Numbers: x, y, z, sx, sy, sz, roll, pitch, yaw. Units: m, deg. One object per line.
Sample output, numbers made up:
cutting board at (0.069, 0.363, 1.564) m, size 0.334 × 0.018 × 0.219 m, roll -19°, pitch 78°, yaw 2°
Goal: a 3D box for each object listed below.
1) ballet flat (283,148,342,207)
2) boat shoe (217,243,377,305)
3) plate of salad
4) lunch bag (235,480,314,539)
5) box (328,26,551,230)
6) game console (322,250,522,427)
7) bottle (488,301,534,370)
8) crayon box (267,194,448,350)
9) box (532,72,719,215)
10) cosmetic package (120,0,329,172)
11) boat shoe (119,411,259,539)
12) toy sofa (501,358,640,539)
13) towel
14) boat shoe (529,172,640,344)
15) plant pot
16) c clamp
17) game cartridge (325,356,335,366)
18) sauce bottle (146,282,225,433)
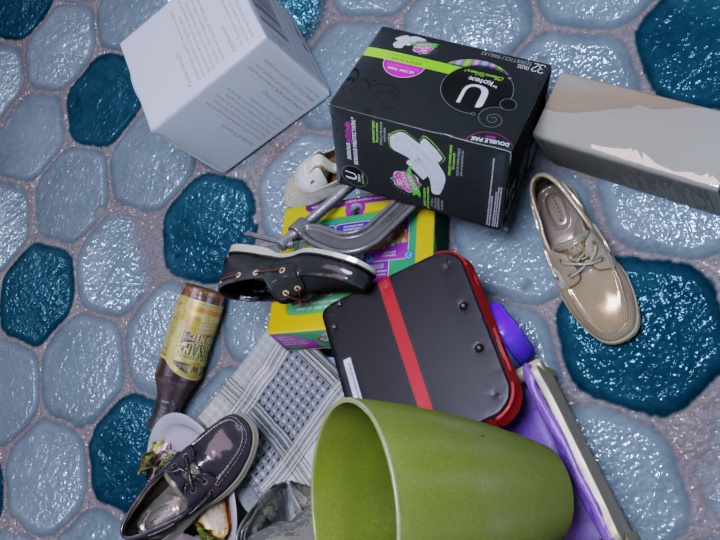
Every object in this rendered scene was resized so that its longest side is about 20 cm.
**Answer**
ballet flat at (-0.027, -0.141, 1.043) m, size 0.200 × 0.062 × 0.068 m, roll -22°, pitch 59°, yaw 23°
boat shoe at (-0.073, 0.011, 0.909) m, size 0.201 × 0.074 × 0.063 m, roll 3°, pitch 65°, yaw 31°
plate of salad at (-0.222, 0.278, 1.013) m, size 0.200 × 0.048 × 0.200 m, roll 11°, pitch 105°, yaw 44°
lunch bag at (-0.063, 0.338, 0.844) m, size 0.200 × 0.117 × 0.164 m, roll -133°, pitch 35°, yaw -67°
box at (0.087, -0.159, 0.894) m, size 0.200 × 0.124 × 0.149 m, roll 18°, pitch 56°, yaw 16°
game console at (0.059, 0.090, 0.845) m, size 0.177 × 0.031 × 0.200 m, roll -27°, pitch 59°, yaw 16°
bottle at (0.090, 0.119, 0.880) m, size 0.200 × 0.084 × 0.065 m, roll -37°, pitch 51°, yaw 4°
crayon box at (0.000, 0.000, 0.962) m, size 0.200 × 0.058 × 0.173 m, roll -6°, pitch 62°, yaw 21°
box at (0.293, -0.132, 0.846) m, size 0.200 × 0.095 × 0.078 m, roll 24°, pitch 88°, yaw 30°
cosmetic package at (-0.184, -0.274, 1.107) m, size 0.200 × 0.165 × 0.165 m, roll -33°, pitch 63°, yaw 17°
boat shoe at (-0.197, 0.243, 0.930) m, size 0.200 × 0.065 × 0.072 m, roll -45°, pitch 70°, yaw 10°
toy sofa at (0.190, 0.195, 0.812) m, size 0.083 × 0.098 × 0.200 m, roll -31°, pitch 65°, yaw 18°
towel at (-0.103, 0.180, 0.976) m, size 0.193 × 0.035 × 0.200 m, roll 42°, pitch 99°, yaw 31°
boat shoe at (0.231, -0.015, 0.864) m, size 0.072 × 0.065 × 0.200 m, roll -28°, pitch 65°, yaw 20°
plant pot at (0.081, 0.205, 0.725) m, size 0.187 × 0.200 × 0.188 m, roll -178°, pitch 90°, yaw -66°
c clamp at (-0.015, -0.079, 0.947) m, size 0.200 × 0.027 × 0.171 m, roll -39°, pitch 41°, yaw -24°
game cartridge at (-0.028, 0.171, 0.976) m, size 0.200 × 0.042 × 0.133 m, roll 0°, pitch 81°, yaw 29°
sauce bottle at (-0.237, 0.119, 1.091) m, size 0.066 × 0.066 × 0.200 m, roll 14°, pitch 88°, yaw 31°
